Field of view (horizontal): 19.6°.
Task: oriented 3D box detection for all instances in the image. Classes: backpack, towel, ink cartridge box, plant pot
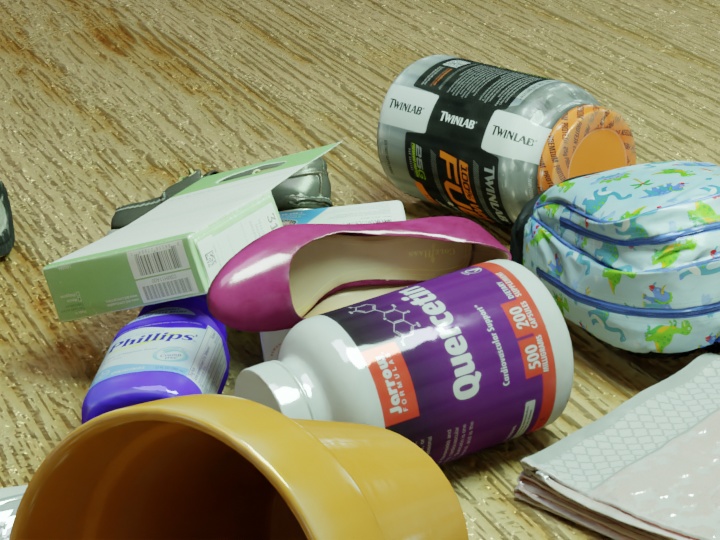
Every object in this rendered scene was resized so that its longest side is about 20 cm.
[{"bbox_3d":[0.205,-0.009,1.427,0.162,0.155,0.200,-6,30,-11],"label":"backpack"},{"bbox_3d":[0.223,0.114,1.247,0.199,0.032,0.190,-24,29,-36],"label":"towel"},{"bbox_3d":[-0.017,0.020,1.485,0.114,0.068,0.200,-6,22,0],"label":"ink cartridge box"},{"bbox_3d":[-0.042,0.154,1.034,0.199,0.202,0.183,9,10,32],"label":"plant pot"},{"bbox_3d":[-0.111,-0.028,1.492,0.145,0.048,0.200,-12,13,37],"label":"ink cartridge box"}]

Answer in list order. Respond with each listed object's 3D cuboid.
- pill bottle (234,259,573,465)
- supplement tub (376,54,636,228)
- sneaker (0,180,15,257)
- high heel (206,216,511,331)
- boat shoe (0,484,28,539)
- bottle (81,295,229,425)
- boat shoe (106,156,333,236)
[{"bbox_3d":[0.027,0.070,1.294,0.199,0.113,0.112,-17,25,-26],"label":"pill bottle"},{"bbox_3d":[0.117,-0.100,1.672,0.122,0.124,0.199,-22,26,-35],"label":"supplement tub"},{"bbox_3d":[-0.349,-0.012,1.663,0.088,0.077,0.200,-12,14,19],"label":"sneaker"},{"bbox_3d":[0.000,0.000,1.348,0.199,0.068,0.096,-20,18,-35],"label":"high heel"},{"bbox_3d":[-0.175,0.164,1.186,0.199,0.073,0.068,-11,21,-36],"label":"boat shoe"},{"bbox_3d":[-0.130,0.065,1.405,0.083,0.066,0.200,-7,22,10],"label":"bottle"},{"bbox_3d":[-0.111,-0.050,1.637,0.200,0.061,0.072,-6,-13,28],"label":"boat shoe"}]
